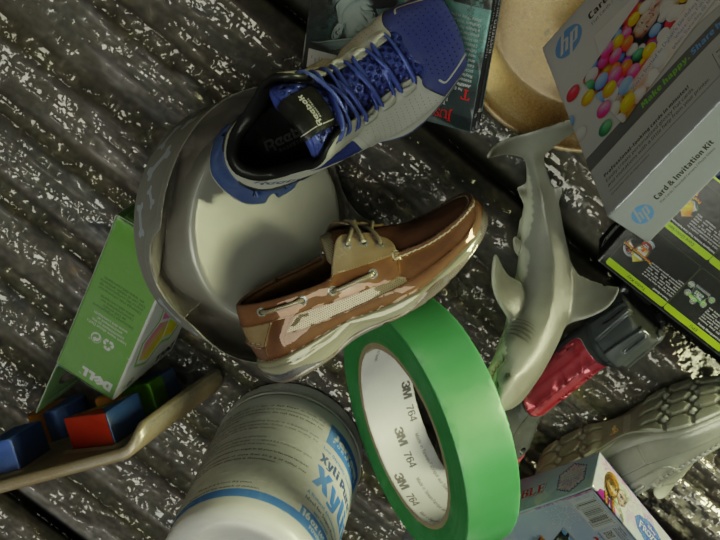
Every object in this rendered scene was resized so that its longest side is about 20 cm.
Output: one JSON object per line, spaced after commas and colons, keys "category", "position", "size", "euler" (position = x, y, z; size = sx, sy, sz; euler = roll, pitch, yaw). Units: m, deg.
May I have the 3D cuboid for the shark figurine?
{"category": "shark figurine", "position": [0.149, -0.008, 1.219], "size": [0.088, 0.128, 0.218], "euler": [7, 99, 22]}

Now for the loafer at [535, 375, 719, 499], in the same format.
{"category": "loafer", "position": [0.234, 0.143, 1.298], "size": [0.199, 0.070, 0.070], "euler": [-26, 113, 30]}

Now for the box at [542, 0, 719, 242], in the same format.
{"category": "box", "position": [0.200, -0.138, 1.052], "size": [0.041, 0.201, 0.156], "euler": [29, 120, -26]}

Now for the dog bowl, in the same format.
{"category": "dog bowl", "position": [-0.082, -0.035, 1.213], "size": [0.058, 0.199, 0.202], "euler": [5, 123, 48]}

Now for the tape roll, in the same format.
{"category": "tape roll", "position": [0.052, 0.119, 1.252], "size": [0.048, 0.200, 0.203], "euler": [-18, 116, -20]}

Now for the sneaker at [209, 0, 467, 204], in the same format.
{"category": "sneaker", "position": [-0.013, -0.110, 1.100], "size": [0.198, 0.115, 0.081], "euler": [-33, 93, -2]}

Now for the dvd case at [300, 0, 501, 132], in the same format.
{"category": "dvd case", "position": [0.034, -0.212, 1.161], "size": [0.144, 0.022, 0.203], "euler": [17, 112, 21]}

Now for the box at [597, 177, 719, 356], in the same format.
{"category": "box", "position": [0.311, -0.023, 1.212], "size": [0.199, 0.048, 0.194], "euler": [36, 118, -7]}

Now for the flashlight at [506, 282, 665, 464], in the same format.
{"category": "flashlight", "position": [0.151, 0.092, 1.283], "size": [0.200, 0.068, 0.068], "euler": [-41, 68, 30]}

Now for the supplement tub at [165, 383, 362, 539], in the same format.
{"category": "supplement tub", "position": [-0.075, 0.193, 1.305], "size": [0.130, 0.200, 0.134], "euler": [5, 117, 9]}

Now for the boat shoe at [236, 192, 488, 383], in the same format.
{"category": "boat shoe", "position": [0.000, 0.000, 1.163], "size": [0.199, 0.076, 0.072], "euler": [-34, 108, -2]}

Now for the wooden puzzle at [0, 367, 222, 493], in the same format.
{"category": "wooden puzzle", "position": [-0.227, 0.129, 1.319], "size": [0.198, 0.185, 0.047], "euler": [-21, 95, 19]}

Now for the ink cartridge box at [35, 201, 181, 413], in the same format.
{"category": "ink cartridge box", "position": [-0.180, 0.034, 1.300], "size": [0.059, 0.104, 0.201], "euler": [31, 118, 8]}

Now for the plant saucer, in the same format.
{"category": "plant saucer", "position": [0.163, -0.184, 1.169], "size": [0.197, 0.036, 0.203], "euler": [4, 115, 9]}

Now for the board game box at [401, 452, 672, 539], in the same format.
{"category": "board game box", "position": [0.166, 0.255, 1.338], "size": [0.198, 0.041, 0.200], "euler": [-24, 117, 34]}

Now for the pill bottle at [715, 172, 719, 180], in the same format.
{"category": "pill bottle", "position": [0.306, -0.081, 1.099], "size": [0.199, 0.111, 0.111], "euler": [36, 117, -7]}
